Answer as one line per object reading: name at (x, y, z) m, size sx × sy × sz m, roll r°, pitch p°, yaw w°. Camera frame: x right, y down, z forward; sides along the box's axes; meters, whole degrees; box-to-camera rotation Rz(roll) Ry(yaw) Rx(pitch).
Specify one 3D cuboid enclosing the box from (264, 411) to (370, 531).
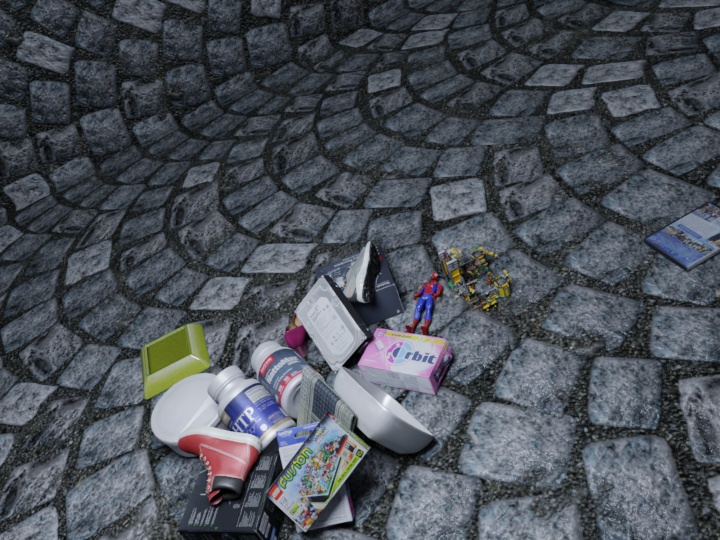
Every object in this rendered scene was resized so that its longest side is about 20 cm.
box at (-0.083, 0.388, 1.250) m, size 0.110 × 0.035 × 0.201 m, roll 37°, pitch 96°, yaw 10°

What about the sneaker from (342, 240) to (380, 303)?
sneaker at (0.000, 0.000, 1.635) m, size 0.078 × 0.074 × 0.202 m, roll -9°, pitch 41°, yaw 25°

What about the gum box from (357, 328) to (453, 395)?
gum box at (0.108, 0.210, 1.500) m, size 0.198 × 0.067 × 0.114 m, roll 6°, pitch 47°, yaw 32°

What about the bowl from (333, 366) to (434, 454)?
bowl at (0.037, 0.300, 1.342) m, size 0.075 × 0.200 × 0.199 m, roll -53°, pitch 43°, yaw -3°

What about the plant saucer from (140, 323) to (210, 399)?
plant saucer at (-0.531, 0.237, 1.810) m, size 0.198 × 0.048 × 0.201 m, roll -27°, pitch 38°, yaw -5°

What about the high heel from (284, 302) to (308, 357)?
high heel at (-0.161, 0.128, 1.711) m, size 0.067 × 0.097 × 0.201 m, roll -15°, pitch 38°, yaw 9°

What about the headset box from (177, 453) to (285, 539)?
headset box at (-0.260, 0.482, 1.343) m, size 0.197 × 0.093 × 0.175 m, roll -8°, pitch 40°, yaw 19°

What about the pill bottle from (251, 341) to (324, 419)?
pill bottle at (-0.180, 0.255, 1.553) m, size 0.119 × 0.120 × 0.199 m, roll -37°, pitch 39°, yaw -19°

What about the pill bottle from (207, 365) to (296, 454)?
pill bottle at (-0.250, 0.316, 1.452) m, size 0.119 × 0.120 × 0.200 m, roll -39°, pitch 69°, yaw -21°

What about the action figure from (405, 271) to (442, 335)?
action figure at (0.168, 0.076, 1.649) m, size 0.065 × 0.052 × 0.201 m, roll -4°, pitch 39°, yaw 28°

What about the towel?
towel at (-0.073, 0.331, 1.363) m, size 0.034 × 0.203 × 0.192 m, roll -10°, pitch 30°, yaw -36°

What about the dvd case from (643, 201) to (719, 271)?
dvd case at (0.802, -0.084, 1.538) m, size 0.198 × 0.018 × 0.143 m, roll -29°, pitch 37°, yaw -6°

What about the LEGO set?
LEGO set at (0.283, -0.004, 1.624) m, size 0.152 × 0.117 × 0.201 m, roll -21°, pitch 38°, yaw 2°

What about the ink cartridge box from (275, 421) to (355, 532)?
ink cartridge box at (-0.090, 0.405, 1.288) m, size 0.118 × 0.203 × 0.042 m, roll -15°, pitch -3°, yaw 10°

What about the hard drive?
hard drive at (-0.069, 0.130, 1.582) m, size 0.140 × 0.038 × 0.201 m, roll -49°, pitch 63°, yaw 28°

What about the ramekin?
ramekin at (-0.395, 0.355, 1.562) m, size 0.200 × 0.095 × 0.204 m, roll -14°, pitch 38°, yaw 11°

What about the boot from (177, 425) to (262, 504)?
boot at (-0.315, 0.404, 1.334) m, size 0.197 × 0.073 × 0.145 m, roll 0°, pitch 44°, yaw 23°

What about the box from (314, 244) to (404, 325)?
box at (-0.005, 0.051, 1.718) m, size 0.198 × 0.105 × 0.183 m, roll -21°, pitch 39°, yaw 3°
